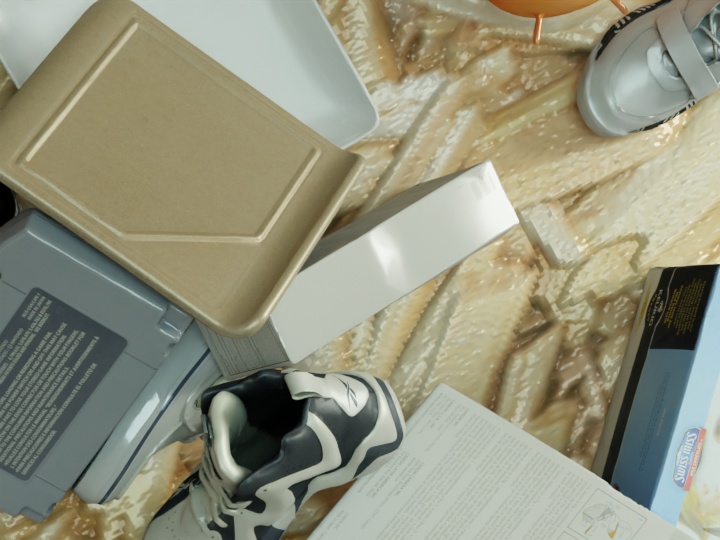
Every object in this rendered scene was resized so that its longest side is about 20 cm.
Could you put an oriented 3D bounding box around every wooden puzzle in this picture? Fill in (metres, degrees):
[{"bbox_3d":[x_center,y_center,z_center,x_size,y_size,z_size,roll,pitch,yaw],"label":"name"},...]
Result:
[{"bbox_3d":[-0.115,-0.062,1.554,0.200,0.037,0.185,32,44,0],"label":"wooden puzzle"}]

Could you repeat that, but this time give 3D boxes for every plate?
[{"bbox_3d":[-0.118,-0.131,1.643,0.199,0.032,0.200,-30,96,-12],"label":"plate"}]

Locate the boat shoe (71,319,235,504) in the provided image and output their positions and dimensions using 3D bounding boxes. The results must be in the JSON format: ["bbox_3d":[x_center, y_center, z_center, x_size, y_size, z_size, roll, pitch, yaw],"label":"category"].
[{"bbox_3d":[-0.099,0.073,1.620,0.067,0.074,0.200,37,79,-8],"label":"boat shoe"}]

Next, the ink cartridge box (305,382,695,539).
[{"bbox_3d":[0.082,0.180,1.589,0.200,0.050,0.162,32,63,20],"label":"ink cartridge box"}]

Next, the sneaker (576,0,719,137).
[{"bbox_3d":[0.235,-0.158,1.691,0.200,0.115,0.075,-34,96,-13],"label":"sneaker"}]

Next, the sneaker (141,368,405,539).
[{"bbox_3d":[-0.081,0.120,1.561,0.199,0.129,0.080,-31,61,22],"label":"sneaker"}]

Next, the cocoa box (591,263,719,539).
[{"bbox_3d":[0.238,0.108,1.676,0.133,0.131,0.201,18,84,-13],"label":"cocoa box"}]

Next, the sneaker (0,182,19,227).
[{"bbox_3d":[-0.288,-0.084,1.560,0.200,0.106,0.075,30,82,-12],"label":"sneaker"}]

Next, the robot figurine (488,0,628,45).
[{"bbox_3d":[0.112,-0.250,1.663,0.116,0.144,0.201,-18,93,15],"label":"robot figurine"}]

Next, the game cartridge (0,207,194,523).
[{"bbox_3d":[-0.201,0.056,1.557,0.133,0.042,0.200,33,123,-8],"label":"game cartridge"}]

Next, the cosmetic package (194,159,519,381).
[{"bbox_3d":[0.000,0.000,1.611,0.200,0.082,0.051,-31,100,-33],"label":"cosmetic package"}]
